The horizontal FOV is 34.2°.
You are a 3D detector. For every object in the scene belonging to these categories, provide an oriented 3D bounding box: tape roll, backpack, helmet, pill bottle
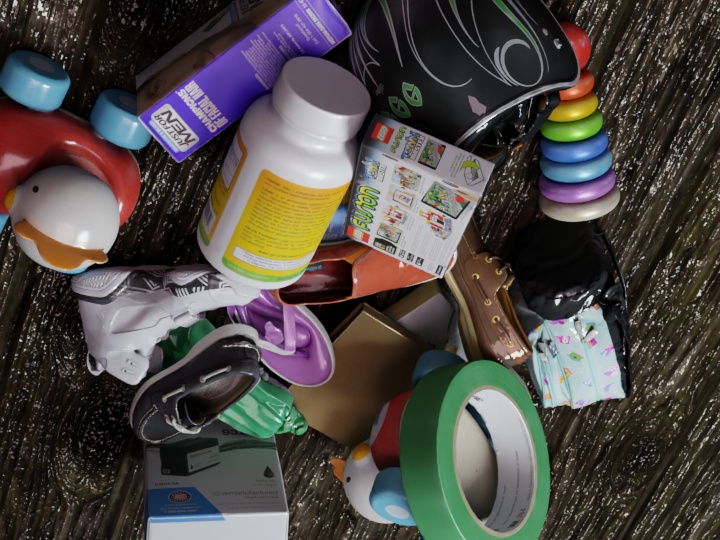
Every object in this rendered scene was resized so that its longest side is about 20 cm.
[{"bbox_3d":[0.117,0.190,1.164,0.048,0.201,0.200,-15,130,38],"label":"tape roll"},{"bbox_3d":[0.233,0.056,1.288,0.126,0.167,0.200,-10,126,13],"label":"backpack"},{"bbox_3d":[0.083,-0.193,1.070,0.200,0.191,0.200,-30,164,-9],"label":"helmet"},{"bbox_3d":[-0.066,-0.088,1.052,0.111,0.111,0.200,14,130,-19],"label":"pill bottle"}]

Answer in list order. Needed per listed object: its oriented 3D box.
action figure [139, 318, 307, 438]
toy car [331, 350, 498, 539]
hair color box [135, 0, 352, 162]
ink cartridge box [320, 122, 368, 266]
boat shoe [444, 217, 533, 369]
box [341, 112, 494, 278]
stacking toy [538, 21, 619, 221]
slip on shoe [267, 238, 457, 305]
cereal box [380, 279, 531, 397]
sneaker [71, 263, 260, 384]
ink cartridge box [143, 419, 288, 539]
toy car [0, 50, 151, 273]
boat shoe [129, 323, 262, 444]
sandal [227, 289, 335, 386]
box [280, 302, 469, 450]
[{"bbox_3d":[-0.143,0.122,1.269,0.200,0.055,0.118,34,112,-8],"label":"action figure"},{"bbox_3d":[0.037,0.213,1.271,0.200,0.184,0.177,-15,129,38],"label":"toy car"},{"bbox_3d":[-0.112,-0.198,1.081,0.200,0.109,0.065,-37,120,10],"label":"hair color box"},{"bbox_3d":[-0.020,-0.079,1.191,0.200,0.076,0.137,9,118,-15],"label":"ink cartridge box"},{"bbox_3d":[0.130,0.008,1.233,0.068,0.072,0.200,-17,88,25],"label":"boat shoe"},{"bbox_3d":[0.046,-0.061,1.053,0.110,0.035,0.200,24,159,3],"label":"box"},{"bbox_3d":[0.216,-0.154,1.195,0.085,0.085,0.200,-13,118,-4],"label":"stacking toy"},{"bbox_3d":[0.000,0.000,1.164,0.200,0.061,0.074,-7,122,-8],"label":"slip on shoe"},{"bbox_3d":[0.084,0.117,1.346,0.144,0.040,0.200,-35,121,13],"label":"cereal box"},{"bbox_3d":[-0.196,0.053,1.194,0.200,0.075,0.115,-1,96,12],"label":"sneaker"},{"bbox_3d":[-0.162,0.232,1.271,0.145,0.200,0.084,0,118,-11],"label":"ink cartridge box"},{"bbox_3d":[-0.286,-0.067,1.069,0.177,0.200,0.184,22,113,-22],"label":"toy car"},{"bbox_3d":[-0.169,0.131,1.200,0.074,0.060,0.200,25,129,-39],"label":"boat shoe"},{"bbox_3d":[-0.103,0.047,1.232,0.082,0.050,0.203,-29,103,22],"label":"sandal"},{"bbox_3d":[0.027,0.140,1.316,0.200,0.021,0.163,33,115,-24],"label":"box"}]
